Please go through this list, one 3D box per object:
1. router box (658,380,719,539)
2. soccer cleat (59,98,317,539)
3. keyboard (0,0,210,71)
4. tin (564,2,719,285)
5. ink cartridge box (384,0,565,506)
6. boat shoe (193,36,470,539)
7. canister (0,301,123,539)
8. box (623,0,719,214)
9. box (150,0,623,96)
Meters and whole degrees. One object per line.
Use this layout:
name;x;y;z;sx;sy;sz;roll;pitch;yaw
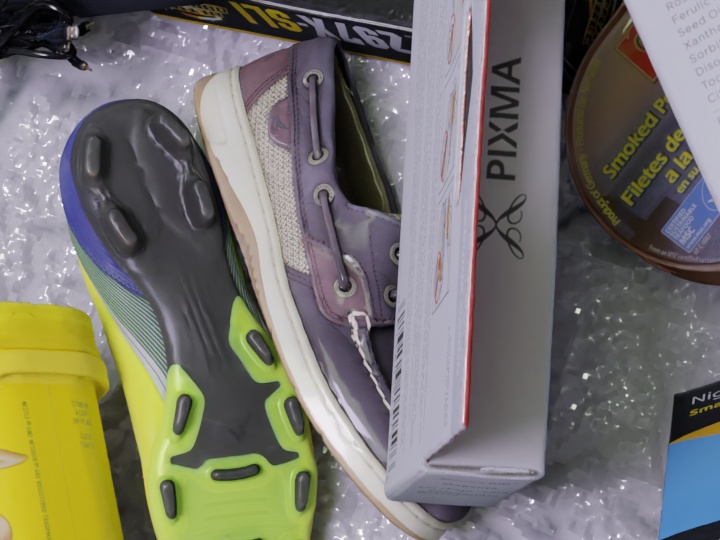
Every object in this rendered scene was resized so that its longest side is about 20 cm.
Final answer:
router box;0.191;0.057;0.674;0.199;0.149;0.051;-19;106;16
soccer cleat;-0.063;0.033;0.837;0.064;0.084;0.201;-16;87;-12
keyboard;-0.122;-0.128;0.872;0.200;0.040;0.105;1;76;49
tin;0.156;-0.086;0.789;0.112;0.042;0.200;39;92;22
ink cartridge box;0.042;-0.035;0.696;0.043;0.174;0.201;5;78;-7
boat shoe;0.000;0.000;0.811;0.065;0.072;0.201;-31;62;14
canister;-0.142;0.131;0.808;0.148;0.086;0.201;-28;67;39
box;0.144;-0.100;0.690;0.106;0.152;0.201;-28;67;18
box;0.016;-0.163;0.862;0.199;0.049;0.160;13;78;25
